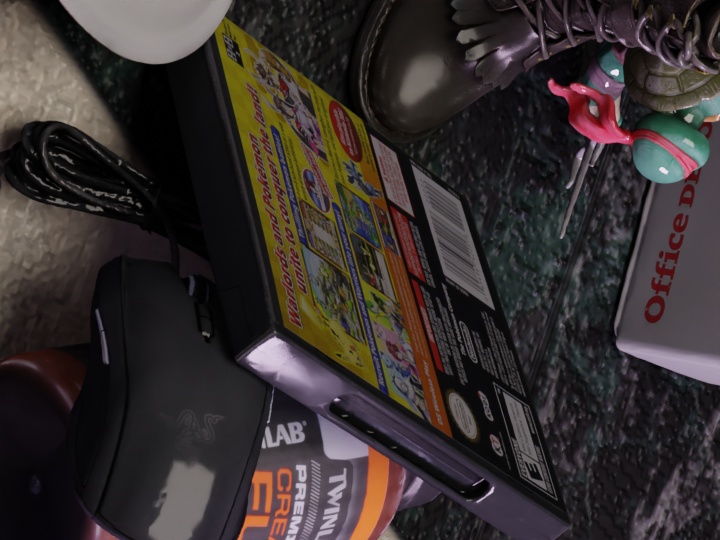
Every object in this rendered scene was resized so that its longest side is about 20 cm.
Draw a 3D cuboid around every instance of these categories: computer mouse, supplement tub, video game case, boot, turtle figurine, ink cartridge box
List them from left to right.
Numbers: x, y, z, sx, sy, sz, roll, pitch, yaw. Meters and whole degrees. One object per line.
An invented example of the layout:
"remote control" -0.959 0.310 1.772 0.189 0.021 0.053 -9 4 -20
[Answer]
"computer mouse" -0.091 0.012 1.051 0.140 0.046 0.200 25 36 -13
"supplement tub" -0.055 0.074 1.134 0.200 0.107 0.107 -8 101 -40
"video game case" 0.000 0.000 1.138 0.025 0.200 0.181 -37 131 21
"boot" 0.101 -0.113 1.182 0.200 0.174 0.069 -43 120 -7
"turtle figurine" 0.166 -0.096 1.259 0.200 0.150 0.101 -62 154 -15
"ink cartridge box" 0.233 -0.011 1.309 0.083 0.200 0.146 20 83 -43

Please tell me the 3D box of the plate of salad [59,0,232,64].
"plate of salad" -0.098 -0.178 1.088 0.200 0.048 0.200 22 66 -62
